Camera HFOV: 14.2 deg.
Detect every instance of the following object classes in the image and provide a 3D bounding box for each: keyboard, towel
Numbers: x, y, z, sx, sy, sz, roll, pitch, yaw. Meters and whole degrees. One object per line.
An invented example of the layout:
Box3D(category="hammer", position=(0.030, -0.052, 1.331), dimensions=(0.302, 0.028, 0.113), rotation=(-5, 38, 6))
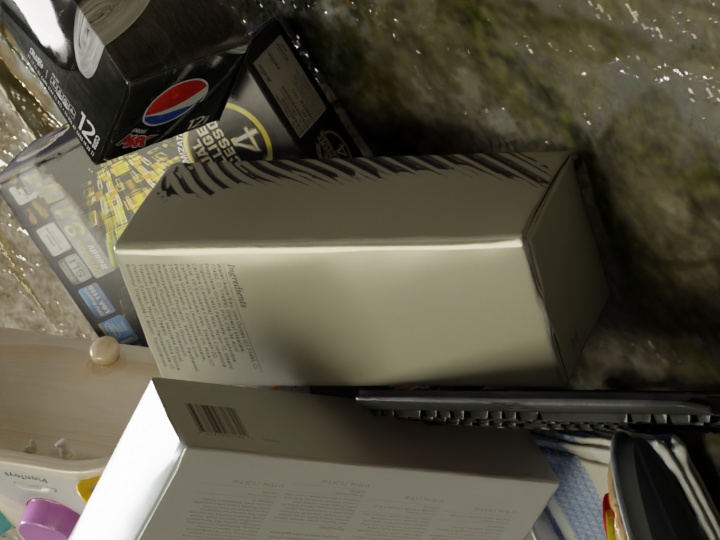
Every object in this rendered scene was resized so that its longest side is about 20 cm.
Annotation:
Box3D(category="keyboard", position=(0.104, 0.059, 1.219), dimensions=(0.199, 0.127, 0.021), rotation=(-1, 88, 46))
Box3D(category="towel", position=(0.106, 0.123, 1.366), dimensions=(0.200, 0.024, 0.147), rotation=(7, 132, 52))

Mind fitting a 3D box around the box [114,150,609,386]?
Box3D(category="box", position=(0.000, 0.000, 1.251), dimensions=(0.199, 0.068, 0.082), rotation=(0, 126, 26))

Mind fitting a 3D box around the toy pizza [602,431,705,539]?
Box3D(category="toy pizza", position=(0.134, 0.162, 1.173), dimensions=(0.200, 0.032, 0.201), rotation=(-23, -90, -79))

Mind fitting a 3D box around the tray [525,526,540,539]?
Box3D(category="tray", position=(0.003, 0.148, 1.401), dimensions=(0.199, 0.022, 0.108), rotation=(-17, 104, 28))

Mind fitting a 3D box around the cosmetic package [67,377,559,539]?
Box3D(category="cosmetic package", position=(-0.031, 0.127, 1.293), dimensions=(0.151, 0.199, 0.052), rotation=(-62, 39, 27))

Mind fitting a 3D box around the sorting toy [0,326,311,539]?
Box3D(category="sorting toy", position=(-0.111, 0.120, 1.379), dimensions=(0.199, 0.107, 0.181), rotation=(6, 138, 29))

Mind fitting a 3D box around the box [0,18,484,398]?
Box3D(category="box", position=(-0.054, 0.000, 1.356), dimensions=(0.161, 0.049, 0.201), rotation=(-22, 108, 35))

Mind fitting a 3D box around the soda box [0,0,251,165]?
Box3D(category="soda box", position=(-0.132, -0.148, 1.269), dimensions=(0.200, 0.071, 0.063), rotation=(55, 146, 19))
